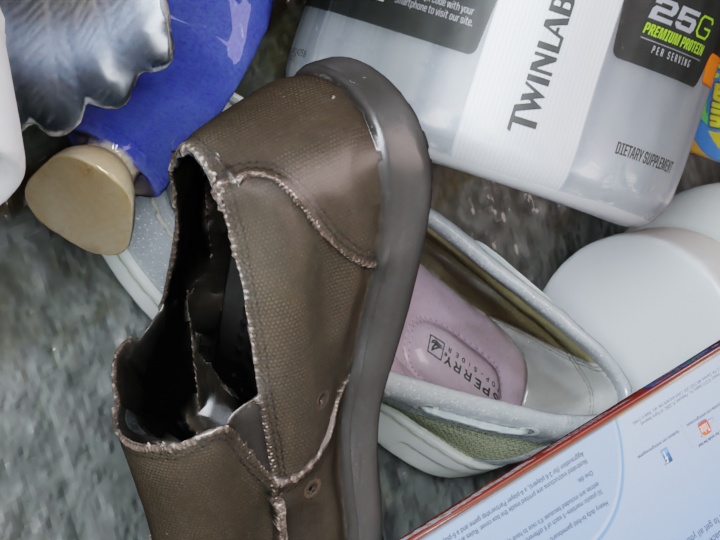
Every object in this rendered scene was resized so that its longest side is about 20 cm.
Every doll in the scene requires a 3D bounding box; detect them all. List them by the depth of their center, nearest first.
[{"bbox_3d":[-0.052,-0.107,0.744,0.136,0.049,0.201,29,61,0],"label":"doll"}]

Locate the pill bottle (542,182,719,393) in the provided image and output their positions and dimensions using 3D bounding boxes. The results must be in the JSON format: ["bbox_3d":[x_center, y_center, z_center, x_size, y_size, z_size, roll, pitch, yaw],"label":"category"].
[{"bbox_3d":[0.146,0.025,0.943,0.199,0.112,0.114,-6,87,-51],"label":"pill bottle"}]

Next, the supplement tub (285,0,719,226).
[{"bbox_3d":[0.062,-0.124,0.807,0.122,0.122,0.201,13,96,-49],"label":"supplement tub"}]

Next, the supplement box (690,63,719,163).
[{"bbox_3d":[0.162,-0.061,0.907,0.069,0.199,0.067,-30,134,-49],"label":"supplement box"}]

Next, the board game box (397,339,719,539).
[{"bbox_3d":[0.086,0.088,0.767,0.199,0.019,0.103,-26,88,-45],"label":"board game box"}]

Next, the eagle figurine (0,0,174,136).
[{"bbox_3d":[-0.053,-0.150,0.644,0.151,0.151,0.201,-89,-173,-48],"label":"eagle figurine"}]

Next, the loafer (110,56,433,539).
[{"bbox_3d":[-0.037,0.041,0.717,0.071,0.073,0.201,-7,115,-35],"label":"loafer"}]

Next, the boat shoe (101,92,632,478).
[{"bbox_3d":[0.000,0.002,0.802,0.202,0.064,0.075,38,54,-40],"label":"boat shoe"}]

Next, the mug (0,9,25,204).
[{"bbox_3d":[-0.133,-0.098,0.552,0.147,0.199,0.177,6,70,-64],"label":"mug"}]
